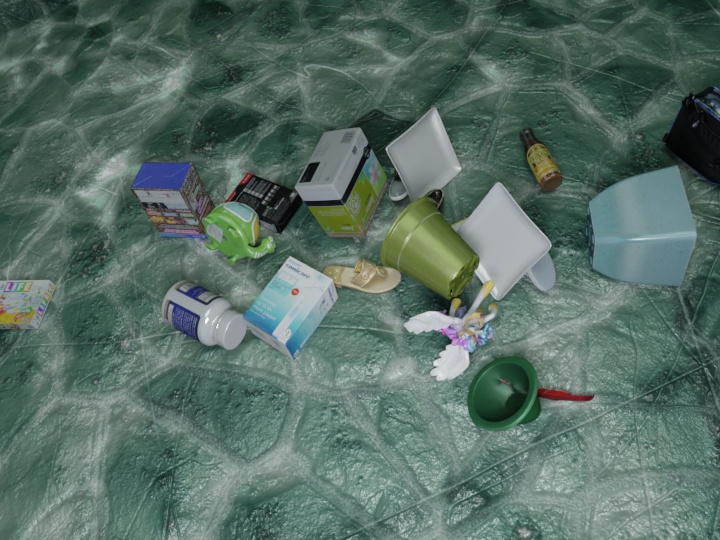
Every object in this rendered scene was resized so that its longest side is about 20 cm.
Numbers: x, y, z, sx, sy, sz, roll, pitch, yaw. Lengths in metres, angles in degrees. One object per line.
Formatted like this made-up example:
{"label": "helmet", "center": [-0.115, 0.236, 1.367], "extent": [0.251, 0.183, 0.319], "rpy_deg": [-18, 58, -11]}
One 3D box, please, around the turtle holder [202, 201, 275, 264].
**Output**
{"label": "turtle holder", "center": [-0.326, -0.111, 1.477], "extent": [0.180, 0.144, 0.133], "rpy_deg": [10, 41, 27]}

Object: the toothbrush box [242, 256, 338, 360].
{"label": "toothbrush box", "center": [-0.169, 0.089, 1.350], "extent": [0.144, 0.086, 0.202], "rpy_deg": [26, 64, 24]}

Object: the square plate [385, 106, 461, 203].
{"label": "square plate", "center": [0.173, -0.304, 1.495], "extent": [0.197, 0.203, 0.028], "rpy_deg": [-42, 29, -19]}

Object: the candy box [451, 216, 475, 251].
{"label": "candy box", "center": [0.283, -0.086, 1.416], "extent": [0.195, 0.027, 0.104], "rpy_deg": [-25, 55, -5]}

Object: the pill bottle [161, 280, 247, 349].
{"label": "pill bottle", "center": [-0.382, 0.114, 1.351], "extent": [0.195, 0.121, 0.121], "rpy_deg": [22, 63, 23]}

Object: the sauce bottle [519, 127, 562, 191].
{"label": "sauce bottle", "center": [0.489, -0.309, 1.502], "extent": [0.064, 0.067, 0.205], "rpy_deg": [-15, 55, -1]}

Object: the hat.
{"label": "hat", "center": [0.353, 0.298, 1.161], "extent": [0.197, 0.175, 0.169], "rpy_deg": [-12, 46, 50]}

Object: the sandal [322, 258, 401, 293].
{"label": "sandal", "center": [-0.001, 0.005, 1.382], "extent": [0.204, 0.070, 0.080], "rpy_deg": [2, 57, 11]}

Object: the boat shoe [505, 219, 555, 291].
{"label": "boat shoe", "center": [0.398, -0.038, 1.338], "extent": [0.073, 0.086, 0.206], "rpy_deg": [-27, 81, -18]}

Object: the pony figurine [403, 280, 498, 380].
{"label": "pony figurine", "center": [0.216, 0.125, 1.212], "extent": [0.168, 0.191, 0.200], "rpy_deg": [52, 39, -8]}

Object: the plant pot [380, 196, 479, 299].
{"label": "plant pot", "center": [0.179, -0.037, 1.306], "extent": [0.199, 0.202, 0.189], "rpy_deg": [-42, 64, -18]}

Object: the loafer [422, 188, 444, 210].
{"label": "loafer", "center": [0.153, -0.152, 1.446], "extent": [0.075, 0.070, 0.200], "rpy_deg": [39, 69, 9]}

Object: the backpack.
{"label": "backpack", "center": [0.904, -0.341, 1.376], "extent": [0.144, 0.185, 0.203], "rpy_deg": [-26, 61, -7]}

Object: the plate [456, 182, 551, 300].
{"label": "plate", "center": [0.334, -0.068, 1.306], "extent": [0.032, 0.201, 0.202], "rpy_deg": [-9, 56, -45]}

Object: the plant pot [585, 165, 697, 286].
{"label": "plant pot", "center": [0.631, -0.093, 1.266], "extent": [0.193, 0.198, 0.201], "rpy_deg": [-4, 56, 17]}

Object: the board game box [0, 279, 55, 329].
{"label": "board game box", "center": [-0.967, 0.094, 1.521], "extent": [0.192, 0.035, 0.138], "rpy_deg": [-2, 57, 9]}

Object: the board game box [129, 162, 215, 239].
{"label": "board game box", "center": [-0.513, -0.193, 1.524], "extent": [0.153, 0.203, 0.099], "rpy_deg": [4, 55, 12]}

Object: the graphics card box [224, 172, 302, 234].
{"label": "graphics card box", "center": [-0.279, -0.196, 1.575], "extent": [0.195, 0.051, 0.127], "rpy_deg": [21, 63, 23]}

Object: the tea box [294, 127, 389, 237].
{"label": "tea box", "center": [-0.043, -0.228, 1.450], "extent": [0.130, 0.198, 0.204], "rpy_deg": [3, 56, 34]}

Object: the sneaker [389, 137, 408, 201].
{"label": "sneaker", "center": [0.118, -0.302, 1.522], "extent": [0.081, 0.122, 0.204], "rpy_deg": [5, 56, 29]}
